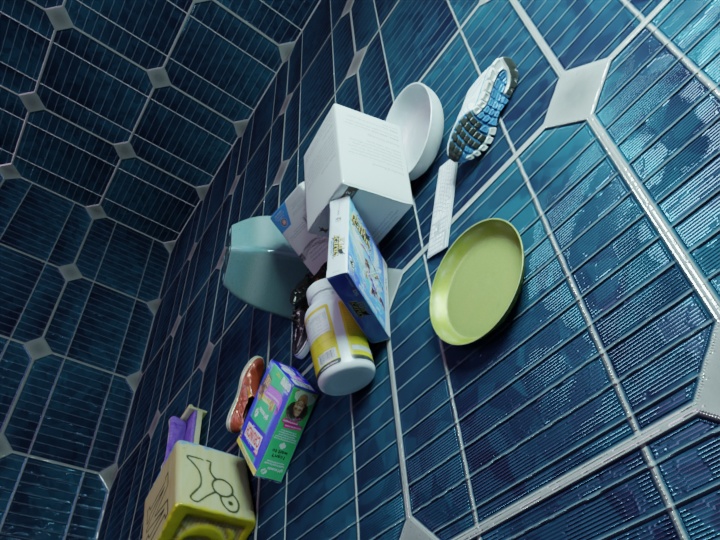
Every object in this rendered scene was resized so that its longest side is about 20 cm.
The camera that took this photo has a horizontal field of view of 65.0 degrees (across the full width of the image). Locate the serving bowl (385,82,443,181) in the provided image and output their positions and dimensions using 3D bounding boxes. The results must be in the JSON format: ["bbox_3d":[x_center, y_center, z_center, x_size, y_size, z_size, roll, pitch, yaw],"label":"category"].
[{"bbox_3d":[0.115,-0.278,1.178,0.199,0.064,0.207,-30,55,56],"label":"serving bowl"}]

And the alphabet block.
[{"bbox_3d":[-0.365,0.542,1.270,0.200,0.191,0.200,-60,26,12],"label":"alphabet block"}]

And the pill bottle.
[{"bbox_3d":[-0.046,0.120,1.069,0.112,0.110,0.204,-45,46,33],"label":"pill bottle"}]

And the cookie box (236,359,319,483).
[{"bbox_3d":[-0.186,0.326,1.242,0.170,0.074,0.205,20,87,63],"label":"cookie box"}]

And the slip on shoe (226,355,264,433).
[{"bbox_3d":[-0.283,0.319,1.455,0.059,0.075,0.205,1,57,23],"label":"slip on shoe"}]

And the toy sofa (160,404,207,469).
[{"bbox_3d":[-0.529,0.511,1.704,0.083,0.096,0.203,-49,30,27],"label":"toy sofa"}]

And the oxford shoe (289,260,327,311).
[{"bbox_3d":[-0.059,0.031,1.218,0.197,0.084,0.074,-32,36,33],"label":"oxford shoe"}]

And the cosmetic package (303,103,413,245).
[{"bbox_3d":[-0.011,-0.186,1.144,0.165,0.160,0.206,-46,42,48],"label":"cosmetic package"}]

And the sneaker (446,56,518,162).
[{"bbox_3d":[0.212,-0.285,1.032,0.204,0.074,0.086,-59,19,-4],"label":"sneaker"}]

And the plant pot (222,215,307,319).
[{"bbox_3d":[-0.256,-0.023,1.477,0.199,0.193,0.200,-107,32,-54],"label":"plant pot"}]

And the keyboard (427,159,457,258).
[{"bbox_3d":[0.153,-0.121,1.056,0.056,0.010,0.206,-27,46,52],"label":"keyboard"}]

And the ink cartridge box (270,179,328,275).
[{"bbox_3d":[-0.086,-0.089,1.258,0.144,0.202,0.084,-36,4,43],"label":"ink cartridge box"}]

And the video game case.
[{"bbox_3d":[0.000,0.000,1.041,0.044,0.202,0.185,-16,46,16],"label":"video game case"}]

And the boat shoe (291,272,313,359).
[{"bbox_3d":[-0.132,0.102,1.339,0.069,0.065,0.206,-7,62,59],"label":"boat shoe"}]

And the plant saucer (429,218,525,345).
[{"bbox_3d":[0.181,0.020,0.864,0.200,0.030,0.204,-44,33,37],"label":"plant saucer"}]
